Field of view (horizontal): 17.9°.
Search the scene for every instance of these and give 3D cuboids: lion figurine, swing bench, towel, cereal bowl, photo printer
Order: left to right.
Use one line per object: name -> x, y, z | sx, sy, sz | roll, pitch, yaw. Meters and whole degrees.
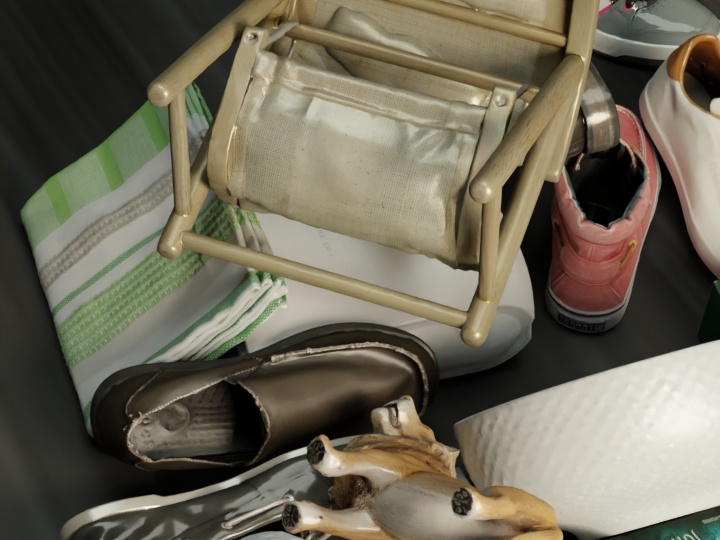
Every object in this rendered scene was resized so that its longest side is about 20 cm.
towel -> -0.131, -0.012, 1.359 | 0.149, 0.031, 0.201 | -37, 48, 12
photo printer -> 0.000, 0.000, 1.391 | 0.199, 0.070, 0.167 | -10, 47, -16
swing bench -> 0.011, -0.091, 1.279 | 0.198, 0.130, 0.201 | 16, 48, 14
lion figurine -> 0.044, 0.123, 1.156 | 0.122, 0.073, 0.200 | 11, 10, -41
cereal bowl -> 0.156, 0.096, 1.248 | 0.199, 0.200, 0.084 | -14, 82, -19

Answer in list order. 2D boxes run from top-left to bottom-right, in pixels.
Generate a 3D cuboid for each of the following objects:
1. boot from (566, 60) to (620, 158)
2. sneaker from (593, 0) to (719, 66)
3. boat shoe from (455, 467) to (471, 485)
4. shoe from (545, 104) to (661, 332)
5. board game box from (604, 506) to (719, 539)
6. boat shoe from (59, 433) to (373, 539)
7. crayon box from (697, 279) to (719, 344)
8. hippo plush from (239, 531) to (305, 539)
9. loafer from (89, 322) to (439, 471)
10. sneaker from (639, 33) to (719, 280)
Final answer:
boot -> 0.048, -0.103, 1.409 | 0.173, 0.070, 0.200 | -21, 35, -12
sneaker -> 0.170, -0.229, 1.606 | 0.199, 0.121, 0.084 | 23, 46, 16
boat shoe -> 0.061, 0.192, 1.217 | 0.062, 0.072, 0.200 | -23, 42, -2
shoe -> 0.159, -0.060, 1.455 | 0.071, 0.091, 0.201 | 11, 45, 5
board game box -> 0.176, 0.193, 1.191 | 0.199, 0.028, 0.135 | -9, 48, -45
boat shoe -> -0.065, 0.143, 1.248 | 0.199, 0.067, 0.057 | -14, 64, -18
crayon box -> 0.327, 0.071, 1.360 | 0.199, 0.059, 0.173 | -9, 49, -15
hippo plush -> -0.020, 0.204, 1.117 | 0.158, 0.161, 0.201 | 7, 44, 1
loafer -> -0.049, 0.082, 1.271 | 0.199, 0.074, 0.071 | -11, 17, -9
sneaker -> 0.244, -0.062, 1.452 | 0.072, 0.085, 0.201 | -16, 64, -27
